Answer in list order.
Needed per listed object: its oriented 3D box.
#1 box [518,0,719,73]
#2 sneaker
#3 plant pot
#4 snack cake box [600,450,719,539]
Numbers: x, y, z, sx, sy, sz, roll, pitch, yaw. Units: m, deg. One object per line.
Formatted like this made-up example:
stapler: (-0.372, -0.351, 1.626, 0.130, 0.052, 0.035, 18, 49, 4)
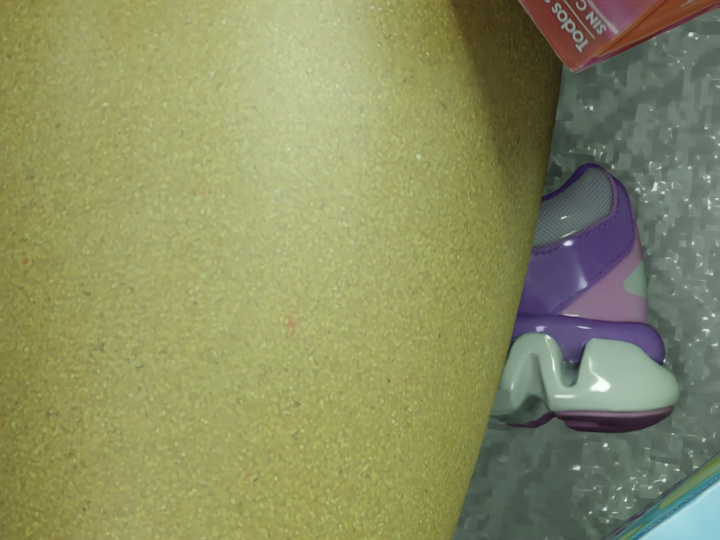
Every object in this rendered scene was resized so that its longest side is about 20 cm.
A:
box: (0.048, -0.160, 0.628, 0.095, 0.100, 0.200, -41, 81, 39)
sneaker: (0.000, 0.000, 0.808, 0.199, 0.080, 0.089, 3, 85, 11)
plant pot: (-0.045, 0.028, 0.651, 0.186, 0.186, 0.201, -2, 63, 12)
snack cake box: (0.086, 0.105, 0.738, 0.200, 0.115, 0.067, -35, 86, -13)
